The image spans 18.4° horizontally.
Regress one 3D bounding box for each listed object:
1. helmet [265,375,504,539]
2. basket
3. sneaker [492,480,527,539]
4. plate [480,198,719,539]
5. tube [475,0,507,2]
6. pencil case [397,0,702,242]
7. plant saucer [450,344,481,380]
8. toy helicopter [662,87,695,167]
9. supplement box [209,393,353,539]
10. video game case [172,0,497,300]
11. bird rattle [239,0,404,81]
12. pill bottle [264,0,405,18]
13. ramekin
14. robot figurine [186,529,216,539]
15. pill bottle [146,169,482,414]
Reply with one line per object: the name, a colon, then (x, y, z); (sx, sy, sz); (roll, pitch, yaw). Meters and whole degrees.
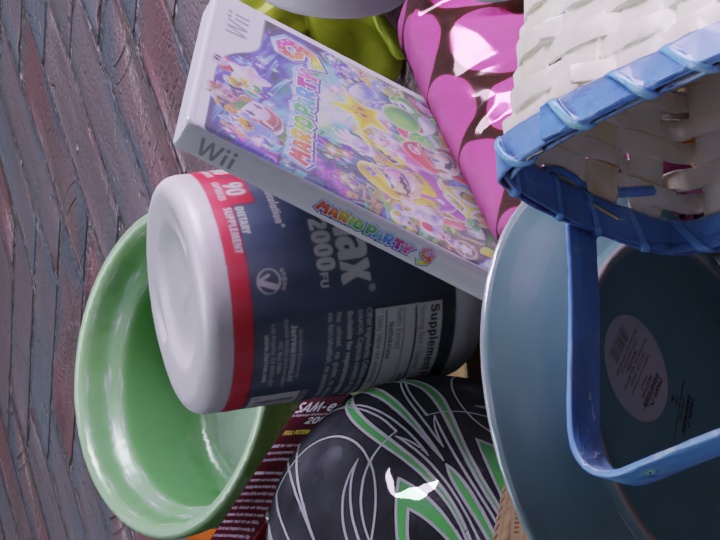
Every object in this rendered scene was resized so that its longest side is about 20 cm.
helmet: (0.045, 0.149, 1.080); (0.200, 0.199, 0.192); (28, 138, 68)
basket: (0.135, -0.040, 0.751); (0.176, 0.138, 0.202); (-20, 59, 42)
sneaker: (0.126, 0.085, 0.997); (0.070, 0.108, 0.201); (-54, 12, 41)
plate: (0.118, 0.055, 0.852); (0.025, 0.199, 0.202); (-19, 77, 39)
tube: (0.073, -0.186, 0.938); (0.201, 0.050, 0.078); (-68, -3, -49)
pencil case: (0.086, -0.070, 1.025); (0.094, 0.091, 0.201); (-42, 44, 15)
plant saucer: (0.042, 0.052, 1.290); (0.200, 0.035, 0.202); (172, 90, -73)
toy helicopter: (0.121, -0.120, 0.950); (0.200, 0.078, 0.133); (-113, 12, -67)
supplement box: (-0.032, 0.176, 1.175); (0.201, 0.109, 0.061); (-57, 19, -20)
video game case: (0.011, -0.052, 1.038); (0.018, 0.199, 0.144); (-57, 14, 27)
bird rattle: (-0.041, -0.189, 1.358); (0.163, 0.112, 0.202); (83, 176, -69)
pill bottle: (-0.011, -0.244, 1.185); (0.120, 0.119, 0.202); (-125, 34, -54)
ramekin: (-0.081, 0.064, 1.364); (0.199, 0.097, 0.202); (-9, 78, 48)
robot figurine: (-0.066, 0.117, 1.523); (0.200, 0.116, 0.145); (-167, 70, -71)
pill bottle: (0.000, 0.000, 1.131); (0.119, 0.198, 0.121); (172, 90, -72)
